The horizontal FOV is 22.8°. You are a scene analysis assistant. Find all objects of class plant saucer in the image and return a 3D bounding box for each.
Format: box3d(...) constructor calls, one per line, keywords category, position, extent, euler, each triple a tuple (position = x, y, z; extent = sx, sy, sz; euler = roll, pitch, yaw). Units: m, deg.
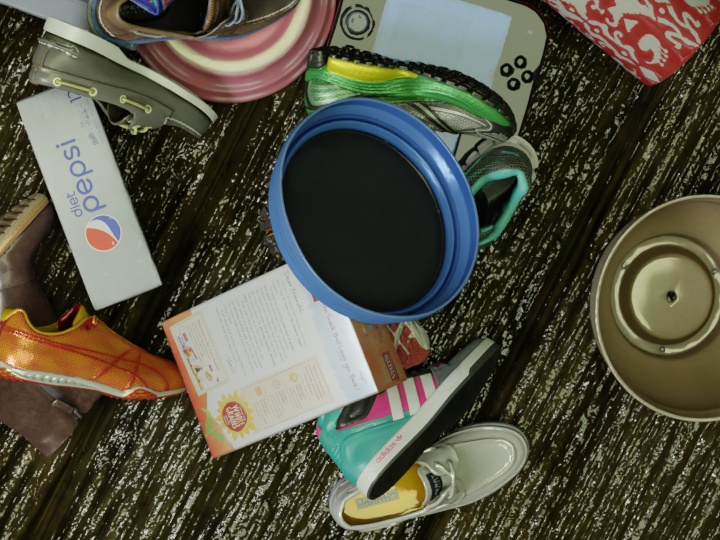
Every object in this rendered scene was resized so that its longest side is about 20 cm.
box3d(category="plant saucer", position=(-0.119, -0.254, 1.629), extent=(0.198, 0.051, 0.203), euler=(0, 95, -6))

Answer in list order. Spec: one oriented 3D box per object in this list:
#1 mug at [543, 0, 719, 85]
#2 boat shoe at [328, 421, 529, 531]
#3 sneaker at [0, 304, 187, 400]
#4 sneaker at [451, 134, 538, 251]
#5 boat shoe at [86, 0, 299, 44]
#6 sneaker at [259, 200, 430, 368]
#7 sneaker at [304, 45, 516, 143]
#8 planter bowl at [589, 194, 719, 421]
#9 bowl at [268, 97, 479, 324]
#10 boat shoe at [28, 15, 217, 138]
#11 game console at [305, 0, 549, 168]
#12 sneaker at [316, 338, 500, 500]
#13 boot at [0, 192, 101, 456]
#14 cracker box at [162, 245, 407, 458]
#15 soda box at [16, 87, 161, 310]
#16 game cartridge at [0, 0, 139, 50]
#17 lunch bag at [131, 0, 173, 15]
box3d(category="mug", position=(0.240, -0.290, 1.624), extent=(0.200, 0.133, 0.178), euler=(41, 91, -10))
box3d(category="boat shoe", position=(0.067, 0.196, 1.670), extent=(0.198, 0.070, 0.072), euler=(-16, 95, -4))
box3d(category="sneaker", position=(-0.232, 0.074, 1.602), extent=(0.199, 0.073, 0.078), euler=(15, 84, -38))
box3d(category="sneaker", position=(0.086, -0.039, 1.636), extent=(0.077, 0.091, 0.200), euler=(37, 101, -11))
box3d(category="boat shoe", position=(-0.132, -0.229, 1.549), extent=(0.198, 0.072, 0.073), euler=(-17, 105, -21))
box3d(category="sneaker", position=(0.000, 0.000, 1.626), extent=(0.082, 0.078, 0.201), euler=(-30, 78, -43))
box3d(category="sneaker", position=(0.045, -0.146, 1.626), extent=(0.198, 0.078, 0.086), euler=(12, 106, 3))
box3d(category="planter bowl", position=(0.299, 0.030, 1.648), extent=(0.198, 0.135, 0.203), euler=(0, 94, -5))
box3d(category="bowl", position=(0.010, -0.048, 1.537), extent=(0.199, 0.039, 0.203), euler=(13, 64, -27))
box3d(category="boat shoe", position=(-0.208, -0.157, 1.573), extent=(0.201, 0.072, 0.061), euler=(27, 87, -47))
box3d(category="game console", position=(0.064, -0.183, 1.662), extent=(0.198, 0.031, 0.179), euler=(16, 92, -6))
box3d(category="sneaker", position=(0.030, 0.108, 1.658), extent=(0.120, 0.084, 0.200), euler=(37, 60, 19))
box3d(category="boot", position=(-0.295, 0.049, 1.638), extent=(0.166, 0.072, 0.201), euler=(36, 89, -19))
box3d(category="cracker box", position=(-0.069, 0.071, 1.594), extent=(0.199, 0.058, 0.135), euler=(-24, 86, 34))
box3d(category="soda box", position=(-0.245, -0.070, 1.624), extent=(0.068, 0.063, 0.202), euler=(-21, 96, -5))
box3d(category="game cartridge", position=(-0.268, -0.289, 1.595), extent=(0.198, 0.041, 0.134), euler=(21, 96, 10))
box3d(category="lunch bag", position=(-0.211, -0.317, 1.515), extent=(0.199, 0.151, 0.095), euler=(21, 137, 22))
